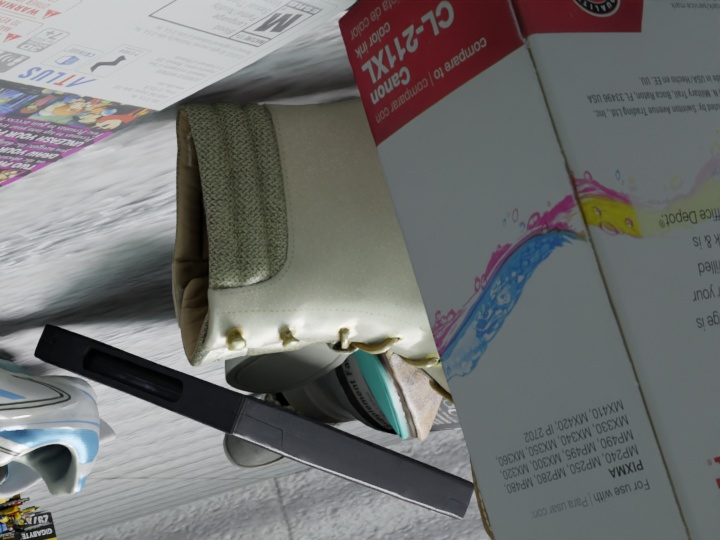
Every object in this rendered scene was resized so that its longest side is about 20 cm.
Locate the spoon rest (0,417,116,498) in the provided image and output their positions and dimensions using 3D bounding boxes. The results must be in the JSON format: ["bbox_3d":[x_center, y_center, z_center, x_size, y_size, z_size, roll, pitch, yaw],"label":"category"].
[{"bbox_3d":[-0.222,0.117,0.879,0.099,0.061,0.200,-18,169,10],"label":"spoon rest"}]

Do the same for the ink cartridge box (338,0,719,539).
[{"bbox_3d":[0.094,-0.009,0.456,0.146,0.200,0.083,-7,166,-39],"label":"ink cartridge box"}]

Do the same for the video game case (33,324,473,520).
[{"bbox_3d":[-0.060,0.088,0.806,0.181,0.026,0.200,14,170,44],"label":"video game case"}]

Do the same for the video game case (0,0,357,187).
[{"bbox_3d":[-0.126,-0.058,0.324,0.181,0.036,0.200,-22,168,28],"label":"video game case"}]

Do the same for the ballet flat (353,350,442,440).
[{"bbox_3d":[0.017,0.009,0.635,0.067,0.068,0.200,-30,140,-3],"label":"ballet flat"}]

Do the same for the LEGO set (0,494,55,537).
[{"bbox_3d":[-0.343,0.200,1.107,0.200,0.116,0.154,-13,169,-19],"label":"LEGO set"}]

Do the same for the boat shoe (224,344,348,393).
[{"bbox_3d":[0.000,0.000,0.731,0.075,0.062,0.200,14,143,-39],"label":"boat shoe"}]

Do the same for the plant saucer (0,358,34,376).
[{"bbox_3d":[-0.293,0.087,0.852,0.200,0.027,0.200,-16,169,-3],"label":"plant saucer"}]

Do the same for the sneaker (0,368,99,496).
[{"bbox_3d":[-0.220,0.078,0.733,0.072,0.073,0.200,-23,151,38],"label":"sneaker"}]

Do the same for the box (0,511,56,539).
[{"bbox_3d":[-0.567,0.405,2.032,0.200,0.049,0.160,-24,165,36],"label":"box"}]

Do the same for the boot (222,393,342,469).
[{"bbox_3d":[-0.064,0.133,1.312,0.182,0.073,0.200,-31,175,3],"label":"boot"}]

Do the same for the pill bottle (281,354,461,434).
[{"bbox_3d":[0.047,0.034,0.805,0.200,0.117,0.116,-12,175,43],"label":"pill bottle"}]

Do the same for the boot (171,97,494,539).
[{"bbox_3d":[0.008,0.025,0.540,0.154,0.200,0.072,-10,-170,-22],"label":"boot"}]
